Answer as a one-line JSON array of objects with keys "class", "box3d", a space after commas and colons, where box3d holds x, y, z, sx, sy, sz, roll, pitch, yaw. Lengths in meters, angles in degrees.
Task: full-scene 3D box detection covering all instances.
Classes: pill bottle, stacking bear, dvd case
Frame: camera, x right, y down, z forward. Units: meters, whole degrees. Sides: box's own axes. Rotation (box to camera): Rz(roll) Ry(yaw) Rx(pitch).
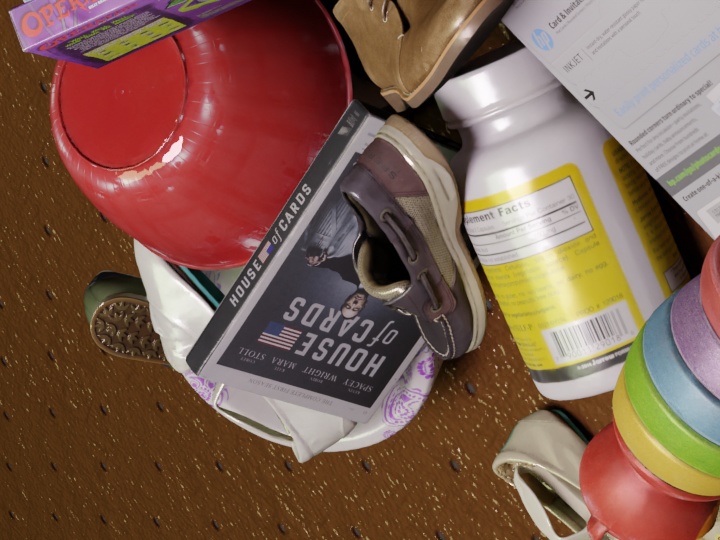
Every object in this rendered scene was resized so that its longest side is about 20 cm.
[{"class": "pill bottle", "box3d": [0.118, -0.035, 1.178, 0.111, 0.111, 0.201, -10, 107, 58]}, {"class": "stacking bear", "box3d": [0.189, 0.079, 1.096, 0.114, 0.122, 0.200, 32, 131, 1]}, {"class": "dvd case", "box3d": [0.000, 0.000, 1.258, 0.200, 0.150, 0.025, -56, 43, 16]}]

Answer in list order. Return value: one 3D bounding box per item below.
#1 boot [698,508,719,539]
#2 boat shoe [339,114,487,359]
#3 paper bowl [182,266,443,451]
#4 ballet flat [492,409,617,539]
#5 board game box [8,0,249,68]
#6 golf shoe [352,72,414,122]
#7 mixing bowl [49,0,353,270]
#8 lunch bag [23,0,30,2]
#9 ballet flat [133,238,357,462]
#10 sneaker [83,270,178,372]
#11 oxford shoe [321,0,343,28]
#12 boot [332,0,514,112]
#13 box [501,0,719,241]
[{"class": "boot", "box3d": [0.265, 0.179, 1.175, 0.156, 0.073, 0.200, 58, 143, 11]}, {"class": "boat shoe", "box3d": [0.027, -0.008, 1.187, 0.072, 0.065, 0.200, 45, 163, 33]}, {"class": "paper bowl", "box3d": [-0.031, 0.021, 1.404, 0.200, 0.104, 0.201, 11, 129, 15]}, {"class": "ballet flat", "box3d": [0.165, 0.176, 1.328, 0.200, 0.069, 0.070, 43, 145, 26]}, {"class": "board game box", "box3d": [-0.081, -0.165, 1.100, 0.120, 0.199, 0.032, -25, -87, -79]}, {"class": "golf shoe", "box3d": [-0.044, -0.127, 1.374, 0.200, 0.077, 0.088, 13, 120, 50]}, {"class": "mixing bowl", "box3d": [-0.116, -0.102, 1.231, 0.200, 0.108, 0.201, -2, 87, 29]}, {"class": "lunch bag", "box3d": [-0.094, -0.238, 1.130, 0.200, 0.169, 0.128, -6, 103, 54]}, {"class": "ballet flat", "box3d": [-0.088, 0.057, 1.335, 0.200, 0.070, 0.069, 41, 153, -16]}, {"class": "sneaker", "box3d": [-0.132, 0.051, 1.597, 0.067, 0.200, 0.090, -60, 28, 11]}, {"class": "oxford shoe", "box3d": [-0.026, -0.236, 1.257, 0.071, 0.072, 0.201, 28, 137, 42]}, {"class": "boot", "box3d": [0.028, -0.137, 1.097, 0.075, 0.074, 0.200, 48, 169, -7]}, {"class": "box", "box3d": [0.176, -0.114, 1.052, 0.200, 0.041, 0.156, 44, 149, -3]}]
